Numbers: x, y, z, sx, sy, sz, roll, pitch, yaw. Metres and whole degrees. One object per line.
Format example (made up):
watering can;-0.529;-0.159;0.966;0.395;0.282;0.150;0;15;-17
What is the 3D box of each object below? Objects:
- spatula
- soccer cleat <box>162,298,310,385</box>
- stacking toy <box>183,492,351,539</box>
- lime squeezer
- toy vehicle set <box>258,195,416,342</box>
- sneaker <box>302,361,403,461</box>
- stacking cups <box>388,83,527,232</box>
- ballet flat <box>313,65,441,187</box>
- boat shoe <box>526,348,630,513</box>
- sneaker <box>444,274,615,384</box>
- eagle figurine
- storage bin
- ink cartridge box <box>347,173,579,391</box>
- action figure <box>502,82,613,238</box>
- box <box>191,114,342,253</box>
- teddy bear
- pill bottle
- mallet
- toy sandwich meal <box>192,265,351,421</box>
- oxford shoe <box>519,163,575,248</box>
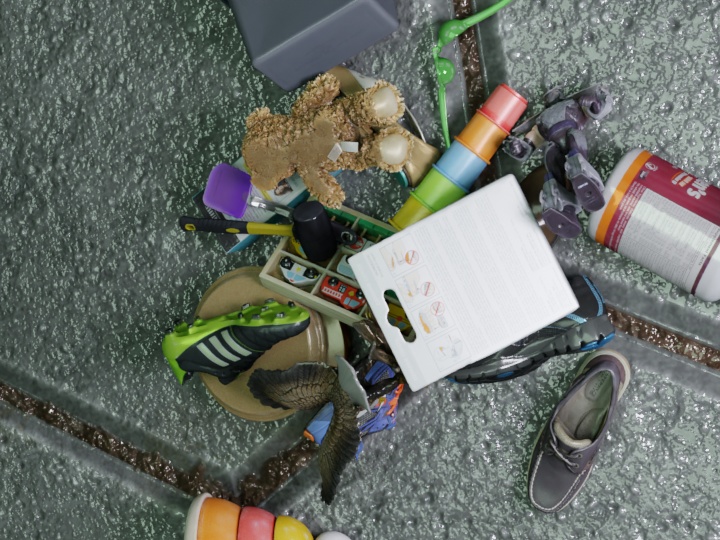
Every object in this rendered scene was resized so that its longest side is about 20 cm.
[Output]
spatula;-0.093;-0.071;1.580;0.199;0.021;0.057;21;102;12
soccer cleat;-0.139;0.085;1.577;0.199;0.068;0.082;-12;107;27
stacking toy;-0.105;0.336;1.627;0.198;0.146;0.147;-4;92;7
lime squeezer;0.112;-0.236;1.537;0.070;0.038;0.201;21;102;-12
toy vehicle set;0.000;0.000;1.562;0.199;0.027;0.125;23;67;19
sneaker;0.021;0.143;1.584;0.078;0.075;0.200;42;114;0
stacking cups;0.116;-0.115;1.518;0.060;0.060;0.200;41;96;14
ballet flat;0.016;-0.182;1.569;0.063;0.069;0.200;-40;80;-9
boat shoe;0.233;0.180;1.494;0.072;0.065;0.201;30;105;16
sneaker;0.180;0.071;1.513;0.199;0.073;0.082;-21;76;14
eagle figurine;-0.026;0.148;1.491;0.200;0.152;0.151;-38;123;20
storage bin;-0.057;-0.304;1.513;0.199;0.145;0.135;-28;60;20
ink cartridge box;0.108;0.013;1.442;0.199;0.047;0.161;-27;90;-1
action figure;0.215;-0.134;1.437;0.130;0.069;0.201;-37;36;30
box;-0.100;-0.111;1.618;0.200;0.049;0.083;-37;80;20
teddy bear;-0.034;-0.148;1.528;0.199;0.067;0.146;-28;100;24
pill bottle;0.345;-0.037;1.409;0.199;0.109;0.110;30;104;17
mallet;-0.123;-0.056;1.559;0.199;0.041;0.066;10;134;20
toy sandwich meal;-0.109;0.082;1.630;0.204;0.070;0.207;2;96;25
oxford shoe;0.166;-0.034;1.497;0.073;0.084;0.201;39;105;17
